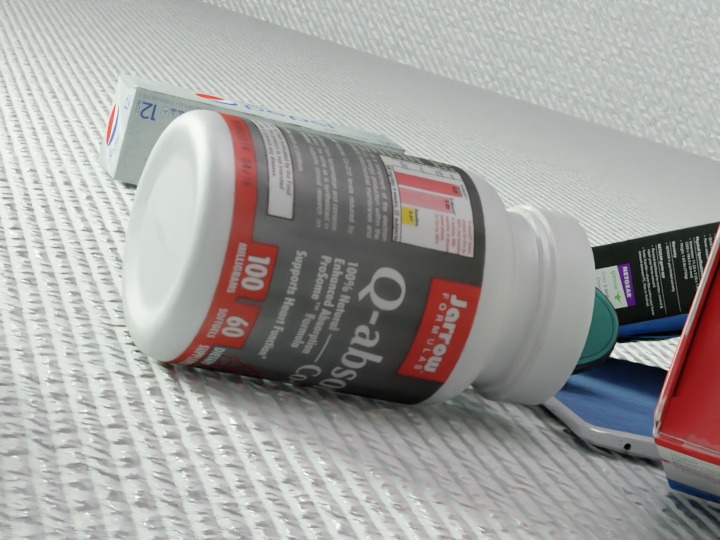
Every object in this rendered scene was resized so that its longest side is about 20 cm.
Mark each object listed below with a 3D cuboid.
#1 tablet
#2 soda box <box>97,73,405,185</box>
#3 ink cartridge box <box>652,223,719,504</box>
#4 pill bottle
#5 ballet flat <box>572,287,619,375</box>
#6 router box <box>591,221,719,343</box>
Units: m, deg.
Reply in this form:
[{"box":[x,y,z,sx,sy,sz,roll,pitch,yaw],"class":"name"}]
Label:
[{"box":[0.140,0.070,1.162,0.130,0.014,0.200,12,9,-17],"class":"tablet"},{"box":[-0.076,-0.079,1.541,0.200,0.068,0.063,12,11,-19],"class":"soda box"},{"box":[0.173,0.035,0.930,0.067,0.116,0.200,18,-9,13],"class":"ink cartridge box"},{"box":[0.000,0.000,1.030,0.200,0.116,0.116,11,10,-22],"class":"pill bottle"},{"box":[0.031,0.016,1.142,0.200,0.068,0.068,11,-12,-9],"class":"ballet flat"},{"box":[0.192,0.007,1.244,0.149,0.051,0.200,-12,-6,27],"class":"router box"}]
